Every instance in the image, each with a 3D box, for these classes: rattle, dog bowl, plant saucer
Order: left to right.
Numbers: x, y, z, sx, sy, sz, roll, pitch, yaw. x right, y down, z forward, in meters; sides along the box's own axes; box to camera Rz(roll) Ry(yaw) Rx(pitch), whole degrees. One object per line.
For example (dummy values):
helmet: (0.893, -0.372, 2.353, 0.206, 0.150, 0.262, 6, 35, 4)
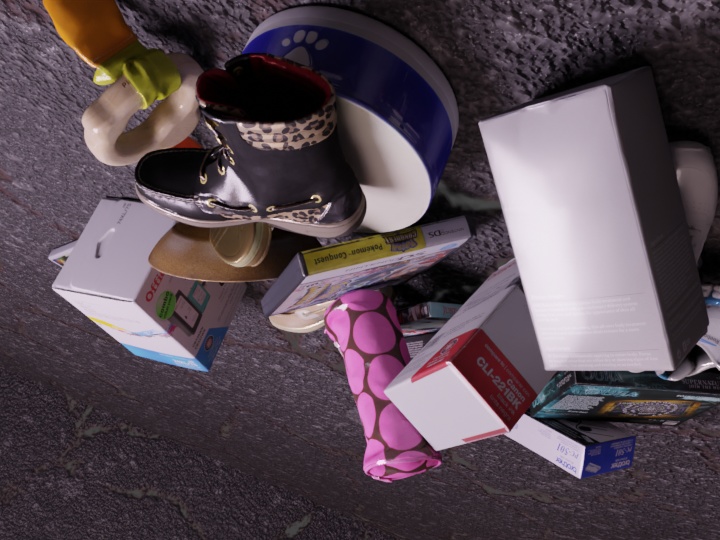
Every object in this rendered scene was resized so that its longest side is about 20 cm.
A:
rattle: (-0.222, -0.169, 0.718, 0.142, 0.131, 0.200, 32, -179, 3)
plant saucer: (-0.136, -0.034, 0.836, 0.198, 0.200, 0.036, 9, 109, 24)
dog bowl: (-0.021, -0.120, 0.642, 0.198, 0.080, 0.201, 18, 154, 9)

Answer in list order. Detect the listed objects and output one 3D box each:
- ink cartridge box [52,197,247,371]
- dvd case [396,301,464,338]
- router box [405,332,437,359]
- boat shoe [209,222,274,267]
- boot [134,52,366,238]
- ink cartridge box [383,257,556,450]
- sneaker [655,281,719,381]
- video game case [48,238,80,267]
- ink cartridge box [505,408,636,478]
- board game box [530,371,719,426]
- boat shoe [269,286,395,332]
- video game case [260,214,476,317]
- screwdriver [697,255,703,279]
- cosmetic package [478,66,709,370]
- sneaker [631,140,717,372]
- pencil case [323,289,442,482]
ink cartridge box: (-0.282, 0.021, 1.035, 0.144, 0.148, 0.201, 8, 152, 26)
dvd case: (0.082, 0.070, 0.932, 0.145, 0.022, 0.199, 6, 163, -32)
router box: (0.117, 0.126, 0.965, 0.199, 0.063, 0.149, -14, 157, 41)
boat shoe: (-0.113, -0.058, 0.753, 0.063, 0.074, 0.201, 25, -166, -28)
boot: (-0.096, -0.093, 0.573, 0.197, 0.074, 0.151, 12, 154, 11)
ink cartridge box: (0.136, 0.068, 0.727, 0.084, 0.200, 0.144, 47, 151, -1)
sneaker: (0.282, 0.056, 0.704, 0.075, 0.087, 0.200, 31, 171, -21)
video game case: (-0.403, 0.007, 1.247, 0.182, 0.022, 0.199, 38, 151, -31)
ink cartridge box: (0.245, 0.201, 0.975, 0.093, 0.045, 0.199, -1, -168, -31)
board game box: (0.319, 0.150, 0.892, 0.197, 0.028, 0.136, 5, 153, -9)
boat shoe: (-0.051, 0.032, 0.973, 0.198, 0.073, 0.065, -8, 137, 37)
video game case: (0.000, 0.000, 0.778, 0.179, 0.026, 0.200, -14, 170, -20)
screwdriver: (0.321, 0.013, 0.712, 0.028, 0.029, 0.200, 0, 153, 37)
cosmetic package: (0.171, -0.033, 0.546, 0.106, 0.090, 0.203, -4, 104, 44)
sneaker: (0.243, -0.008, 0.604, 0.075, 0.081, 0.202, 5, 132, 9)
pencil case: (0.019, 0.126, 0.808, 0.093, 0.202, 0.090, -33, 146, 26)
